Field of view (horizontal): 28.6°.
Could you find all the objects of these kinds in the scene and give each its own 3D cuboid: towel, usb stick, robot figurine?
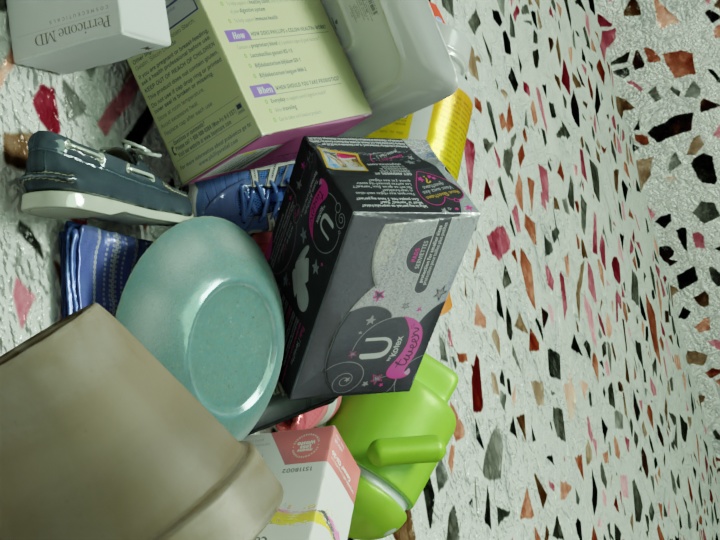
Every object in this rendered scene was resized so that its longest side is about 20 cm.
[{"bbox_3d":[-0.159,0.045,1.114,0.199,0.024,0.147,13,69,-53],"label":"towel"},{"bbox_3d":[-0.086,0.111,1.232,0.199,0.032,0.056,-16,94,-49],"label":"usb stick"},{"bbox_3d":[0.018,0.174,1.385,0.115,0.175,0.201,33,70,-7],"label":"robot figurine"}]

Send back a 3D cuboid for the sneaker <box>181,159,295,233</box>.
[{"bbox_3d":[-0.079,-0.075,1.287,0.199,0.077,0.077,-21,104,-42],"label":"sneaker"}]

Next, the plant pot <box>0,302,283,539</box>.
[{"bbox_3d":[-0.175,0.124,0.914,0.175,0.199,0.200,60,25,-7],"label":"plant pot"}]

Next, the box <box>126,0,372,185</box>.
[{"bbox_3d":[-0.108,-0.192,1.194,0.175,0.096,0.202,-21,86,-57],"label":"box"}]

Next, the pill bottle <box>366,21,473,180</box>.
[{"bbox_3d":[0.051,-0.141,1.406,0.113,0.111,0.202,40,59,-58],"label":"pill bottle"}]

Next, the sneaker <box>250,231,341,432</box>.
[{"bbox_3d":[-0.068,0.061,1.320,0.087,0.073,0.203,-37,116,-64],"label":"sneaker"}]

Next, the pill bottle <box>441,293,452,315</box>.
[{"bbox_3d":[0.051,-0.044,1.614,0.106,0.105,0.203,-37,115,-66],"label":"pill bottle"}]

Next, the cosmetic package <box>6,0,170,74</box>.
[{"bbox_3d":[-0.213,-0.259,1.056,0.071,0.100,0.203,-1,81,-67],"label":"cosmetic package"}]

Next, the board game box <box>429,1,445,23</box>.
[{"bbox_3d":[-0.006,-0.241,1.490,0.041,0.152,0.200,65,20,8],"label":"board game box"}]

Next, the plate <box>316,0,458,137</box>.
[{"bbox_3d":[-0.019,-0.220,1.257,0.032,0.199,0.202,-22,91,-41],"label":"plate"}]

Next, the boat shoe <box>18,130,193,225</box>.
[{"bbox_3d":[-0.189,-0.068,1.076,0.199,0.074,0.063,5,85,-62],"label":"boat shoe"}]

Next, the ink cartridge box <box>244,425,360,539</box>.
[{"bbox_3d":[-0.078,0.231,1.167,0.201,0.115,0.068,-78,150,-43],"label":"ink cartridge box"}]

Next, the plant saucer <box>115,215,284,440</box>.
[{"bbox_3d":[-0.113,0.060,1.112,0.200,0.038,0.204,-9,101,-53],"label":"plant saucer"}]

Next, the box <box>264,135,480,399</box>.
[{"bbox_3d":[0.000,0.000,1.215,0.115,0.131,0.202,58,-42,42],"label":"box"}]
